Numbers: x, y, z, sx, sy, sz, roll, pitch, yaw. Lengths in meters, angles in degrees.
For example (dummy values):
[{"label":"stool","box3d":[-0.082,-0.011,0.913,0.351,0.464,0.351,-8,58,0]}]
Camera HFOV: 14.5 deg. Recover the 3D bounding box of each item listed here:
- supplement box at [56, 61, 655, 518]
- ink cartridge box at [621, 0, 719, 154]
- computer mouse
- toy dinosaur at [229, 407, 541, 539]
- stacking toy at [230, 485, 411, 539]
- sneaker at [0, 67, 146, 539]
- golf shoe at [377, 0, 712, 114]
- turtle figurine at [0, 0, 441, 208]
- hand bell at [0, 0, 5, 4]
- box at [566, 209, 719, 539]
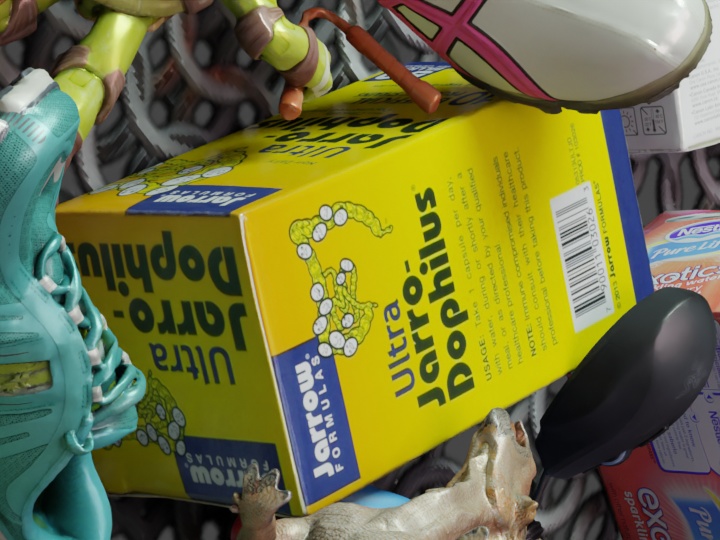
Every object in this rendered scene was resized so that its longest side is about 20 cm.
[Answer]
[{"label":"supplement box","box3d":[0.000,0.000,1.025,0.200,0.108,0.110,-26,109,-42]},{"label":"ink cartridge box","box3d":[0.138,-0.158,1.207,0.109,0.050,0.201,-19,103,-43]},{"label":"computer mouse","box3d":[0.078,0.084,1.074,0.059,0.034,0.200,-22,151,-48]},{"label":"toy dinosaur","box3d":[-0.007,0.128,0.922,0.200,0.086,0.136,-41,149,-3]},{"label":"stacking toy","box3d":[-0.028,0.175,1.019,0.116,0.110,0.201,30,80,-26]},{"label":"sneaker","box3d":[-0.101,0.019,0.884,0.078,0.079,0.201,-51,160,-39]},{"label":"golf shoe","box3d":[0.030,-0.118,0.986,0.073,0.199,0.092,-57,152,-9]},{"label":"turtle figurine","box3d":[-0.072,-0.093,0.949,0.200,0.064,0.161,47,67,-8]},{"label":"hand bell","box3d":[-0.120,-0.089,0.877,0.200,0.104,0.104,-40,118,-24]},{"label":"box","box3d":[0.171,0.082,1.206,0.095,0.102,0.201,-37,115,-38]}]
